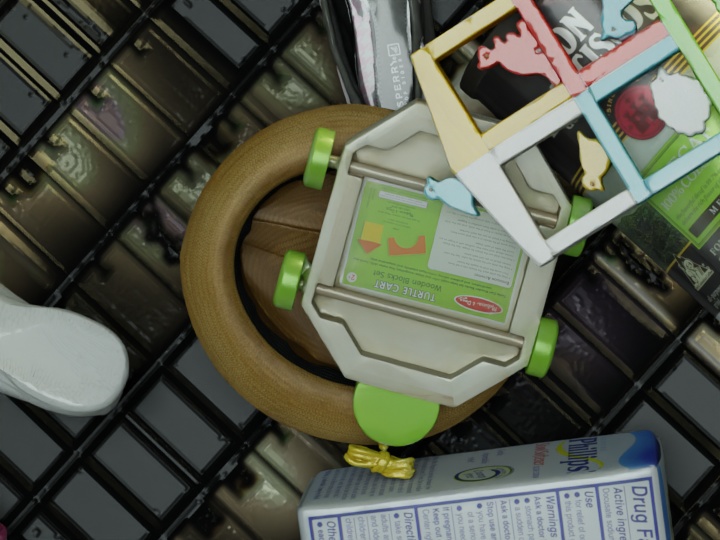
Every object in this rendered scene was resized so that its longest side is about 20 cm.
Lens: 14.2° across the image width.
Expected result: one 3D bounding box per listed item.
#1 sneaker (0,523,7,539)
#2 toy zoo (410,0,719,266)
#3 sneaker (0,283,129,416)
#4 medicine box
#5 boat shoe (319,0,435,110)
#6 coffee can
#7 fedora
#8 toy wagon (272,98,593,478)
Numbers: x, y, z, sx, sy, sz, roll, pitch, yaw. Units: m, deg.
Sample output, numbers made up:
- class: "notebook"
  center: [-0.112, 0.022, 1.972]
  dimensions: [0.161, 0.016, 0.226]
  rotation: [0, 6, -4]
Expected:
- class: "sneaker"
  center: [-0.306, 0.136, 1.662]
  dimensions: [0.199, 0.074, 0.088]
  rotation: [29, 85, 2]
- class: "toy zoo"
  center: [0.117, -0.093, 1.506]
  dimensions: [0.199, 0.020, 0.132]
  rotation: [-32, 86, 8]
- class: "sneaker"
  center: [-0.227, 0.030, 1.651]
  dimensions: [0.199, 0.089, 0.075]
  rotation: [32, 74, 0]
- class: "medicine box"
  center: [0.078, 0.196, 1.586]
  dimensions: [0.199, 0.103, 0.183]
  rotation: [-7, 98, 5]
- class: "boat shoe"
  center: [0.008, -0.162, 1.648]
  dimensions: [0.066, 0.057, 0.201]
  rotation: [-13, 86, 6]
- class: "coffee can"
  center: [0.175, -0.088, 1.582]
  dimensions: [0.200, 0.146, 0.146]
  rotation: [42, 92, 6]
- class: "fedora"
  center: [0.000, 0.000, 1.625]
  dimensions: [0.199, 0.082, 0.202]
  rotation: [0, 96, 0]
- class: "toy wagon"
  center: [0.032, 0.012, 1.562]
  dimensions: [0.154, 0.040, 0.201]
  rotation: [15, 101, -1]
